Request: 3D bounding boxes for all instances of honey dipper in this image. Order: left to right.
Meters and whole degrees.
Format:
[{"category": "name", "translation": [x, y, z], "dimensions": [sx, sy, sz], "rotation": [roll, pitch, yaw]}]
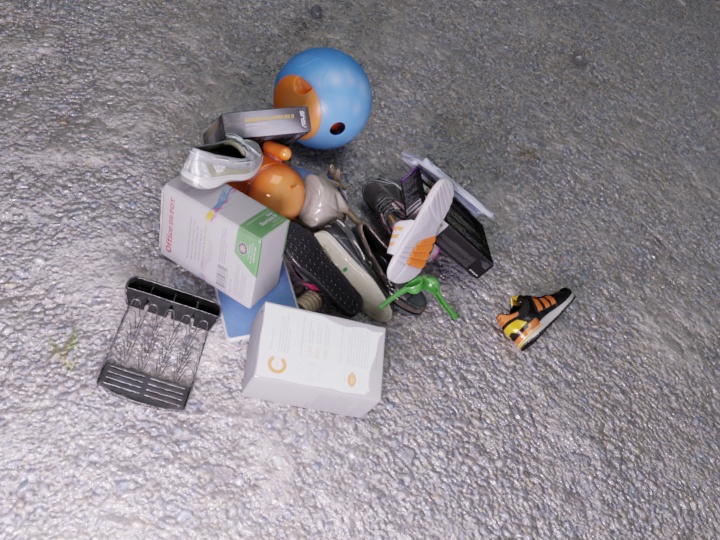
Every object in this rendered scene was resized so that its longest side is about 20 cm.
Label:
[{"category": "honey dipper", "translation": [-0.053, 0.023, 1.518], "dimensions": [0.038, 0.038, 0.200], "rotation": [37, 43, 10]}]

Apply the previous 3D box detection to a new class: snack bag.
[{"category": "snack bag", "translation": [0.171, -0.167, 1.705], "dimensions": [0.188, 0.021, 0.200], "rotation": [37, 3, -16]}]

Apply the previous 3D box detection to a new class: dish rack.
[{"category": "dish rack", "translation": [-0.305, 0.114, 1.296], "dimensions": [0.153, 0.055, 0.201], "rotation": [18, 45, -9]}]

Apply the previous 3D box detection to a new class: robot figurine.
[{"category": "robot figurine", "translation": [-0.175, -0.146, 1.532], "dimensions": [0.144, 0.117, 0.200], "rotation": [-40, 43, -15]}]

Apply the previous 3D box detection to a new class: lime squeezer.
[{"category": "lime squeezer", "translation": [0.104, 0.042, 1.527], "dimensions": [0.199, 0.071, 0.038], "rotation": [9, 9, -44]}]

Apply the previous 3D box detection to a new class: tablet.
[{"category": "tablet", "translation": [-0.180, 0.030, 1.447], "dimensions": [0.130, 0.014, 0.201], "rotation": [-9, 52, -14]}]

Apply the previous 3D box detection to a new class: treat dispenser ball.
[{"category": "treat dispenser ball", "translation": [-0.076, -0.345, 1.730], "dimensions": [0.200, 0.201, 0.201], "rotation": [14, 45, -14]}]

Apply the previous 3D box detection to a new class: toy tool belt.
[{"category": "toy tool belt", "translation": [-0.086, -0.144, 1.611], "dimensions": [0.123, 0.125, 0.200], "rotation": [11, 26, -42]}]

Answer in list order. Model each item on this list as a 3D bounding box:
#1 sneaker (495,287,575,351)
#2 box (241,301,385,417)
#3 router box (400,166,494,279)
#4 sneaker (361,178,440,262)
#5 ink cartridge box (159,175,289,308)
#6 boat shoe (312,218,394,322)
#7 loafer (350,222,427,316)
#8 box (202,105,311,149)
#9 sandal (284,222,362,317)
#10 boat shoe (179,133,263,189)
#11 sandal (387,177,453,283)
[{"category": "sneaker", "translation": [0.334, 0.069, 1.640], "dimensions": [0.090, 0.070, 0.200], "rotation": [43, 48, 12]}, {"category": "box", "translation": [-0.072, 0.141, 1.335], "dimensions": [0.199, 0.098, 0.125], "rotation": [14, 61, -15]}, {"category": "router box", "translation": [0.165, -0.092, 1.648], "dimensions": [0.200, 0.051, 0.149], "rotation": [39, 25, -24]}, {"category": "sneaker", "translation": [0.073, -0.102, 1.642], "dimensions": [0.200, 0.080, 0.086], "rotation": [45, 16, 19]}, {"category": "ink cartridge box", "translation": [-0.226, -0.056, 1.402], "dimensions": [0.199, 0.146, 0.087], "rotation": [28, 40, 17]}, {"category": "boat shoe", "translation": [0.000, 0.000, 1.506], "dimensions": [0.200, 0.072, 0.068], "rotation": [53, 46, -6]}, {"category": "loafer", "translation": [0.050, -0.002, 1.551], "dimensions": [0.200, 0.063, 0.072], "rotation": [44, 41, 2]}, {"category": "box", "translation": [-0.194, -0.254, 1.582], "dimensions": [0.158, 0.200, 0.049], "rotation": [-9, 90, -19]}, {"category": "sandal", "translation": [-0.078, 0.005, 1.468], "dimensions": [0.200, 0.045, 0.075], "rotation": [50, 44, -9]}, {"category": "boat shoe", "translation": [-0.219, -0.187, 1.403], "dimensions": [0.074, 0.065, 0.202], "rotation": [30, 28, 17]}, {"category": "sandal", "translation": [0.098, -0.074, 1.528], "dimensions": [0.059, 0.207, 0.079], "rotation": [24, -8, 41]}]
